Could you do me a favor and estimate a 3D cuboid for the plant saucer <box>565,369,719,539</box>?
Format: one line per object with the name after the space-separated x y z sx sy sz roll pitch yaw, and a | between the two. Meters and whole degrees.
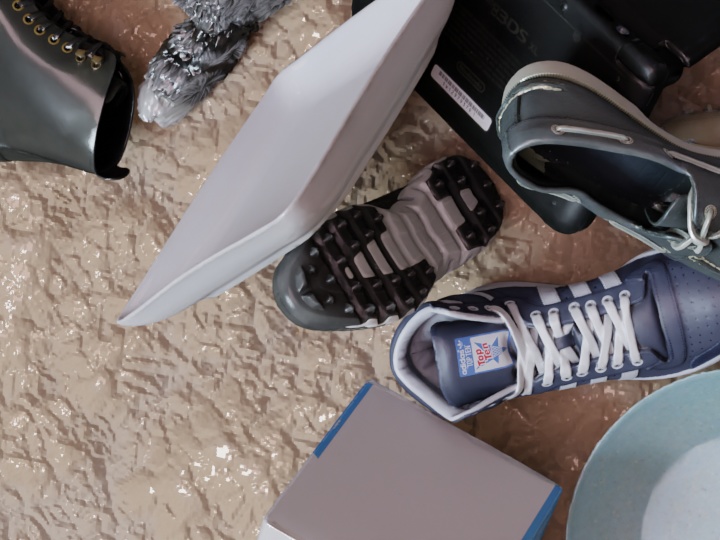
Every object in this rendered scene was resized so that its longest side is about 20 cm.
0.211 0.151 1.364 0.199 0.039 0.203 1 93 13 | plant saucer

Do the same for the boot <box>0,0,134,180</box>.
-0.186 -0.156 1.457 0.138 0.077 0.201 13 113 27 | boot

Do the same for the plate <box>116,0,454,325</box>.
-0.031 -0.062 1.330 0.032 0.200 0.200 40 147 -13 | plate

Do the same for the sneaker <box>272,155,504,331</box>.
0.000 0.000 1.356 0.090 0.200 0.067 -32 90 34 | sneaker

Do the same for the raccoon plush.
-0.103 -0.196 1.425 0.200 0.097 0.134 -45 72 18 | raccoon plush

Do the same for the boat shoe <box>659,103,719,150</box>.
0.186 -0.050 1.348 0.199 0.075 0.069 22 79 20 | boat shoe

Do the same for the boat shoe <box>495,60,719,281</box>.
0.154 -0.030 1.252 0.199 0.062 0.073 30 127 -9 | boat shoe

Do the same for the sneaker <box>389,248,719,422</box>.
0.109 0.035 1.335 0.199 0.108 0.071 -9 94 35 | sneaker

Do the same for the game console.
0.116 -0.151 1.345 0.200 0.116 0.177 47 131 28 | game console

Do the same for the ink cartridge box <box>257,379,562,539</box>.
0.007 0.190 1.370 0.125 0.129 0.201 27 133 10 | ink cartridge box
